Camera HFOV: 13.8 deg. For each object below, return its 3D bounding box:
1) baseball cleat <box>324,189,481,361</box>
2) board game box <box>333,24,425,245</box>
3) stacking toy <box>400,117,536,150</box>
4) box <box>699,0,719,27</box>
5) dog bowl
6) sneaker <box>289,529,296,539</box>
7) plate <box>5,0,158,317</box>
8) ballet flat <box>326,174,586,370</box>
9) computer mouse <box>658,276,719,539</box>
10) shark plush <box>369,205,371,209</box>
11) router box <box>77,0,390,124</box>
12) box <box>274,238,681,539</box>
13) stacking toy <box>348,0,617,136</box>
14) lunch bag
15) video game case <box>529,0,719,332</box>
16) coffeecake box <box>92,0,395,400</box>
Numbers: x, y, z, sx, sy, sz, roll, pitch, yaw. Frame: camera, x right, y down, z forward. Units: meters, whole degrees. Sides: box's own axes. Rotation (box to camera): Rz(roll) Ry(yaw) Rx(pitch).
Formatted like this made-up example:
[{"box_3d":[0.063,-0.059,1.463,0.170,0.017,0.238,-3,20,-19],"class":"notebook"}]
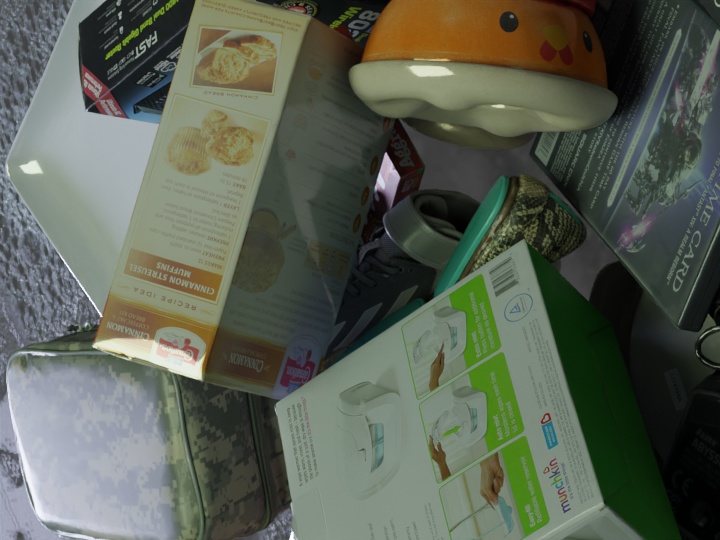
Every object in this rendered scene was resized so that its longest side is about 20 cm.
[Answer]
[{"box_3d":[0.000,0.000,1.723,0.107,0.199,0.070,90,162,-49],"class":"baseball cleat"},{"box_3d":[-0.005,-0.055,1.790,0.103,0.019,0.200,60,161,20],"class":"board game box"},{"box_3d":[0.076,-0.175,1.682,0.085,0.085,0.201,28,116,43],"class":"stacking toy"},{"box_3d":[0.241,-0.208,1.450,0.183,0.104,0.200,55,135,24],"class":"box"},{"box_3d":[0.209,0.055,1.593,0.199,0.058,0.202,16,111,48],"class":"dog bowl"},{"box_3d":[0.004,0.213,1.883,0.088,0.075,0.201,26,127,33],"class":"sneaker"},{"box_3d":[-0.156,-0.071,2.018,0.200,0.032,0.200,53,134,27],"class":"plate"},{"box_3d":[0.056,0.032,1.664,0.075,0.068,0.200,34,121,-14],"class":"ballet flat"},{"box_3d":[0.204,0.114,1.536,0.138,0.052,0.201,43,118,39],"class":"computer mouse"},{"box_3d":[-0.049,-0.025,1.824,0.200,0.090,0.084,138,138,-78],"class":"shark plush"},{"box_3d":[-0.059,-0.148,1.782,0.200,0.149,0.063,-33,57,49],"class":"router box"},{"box_3d":[0.058,0.115,1.553,0.176,0.097,0.201,-35,39,17],"class":"box"},{"box_3d":[0.073,-0.178,1.594,0.146,0.145,0.202,2,85,50],"class":"stacking toy"},{"box_3d":[-0.107,0.092,1.897,0.199,0.167,0.140,-2,99,49],"class":"lunch bag"},{"box_3d":[0.159,-0.078,1.583,0.200,0.019,0.144,54,129,53],"class":"video game case"},{"box_3d":[-0.057,-0.036,1.628,0.073,0.153,0.201,16,88,22],"class":"coffeecake box"}]
